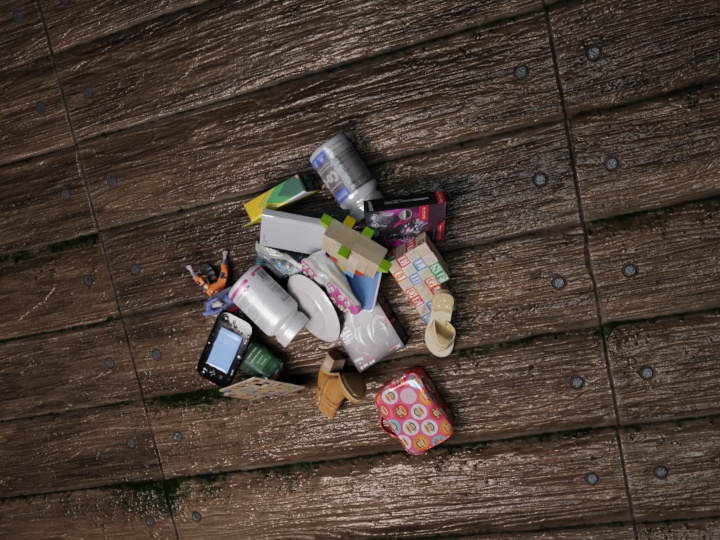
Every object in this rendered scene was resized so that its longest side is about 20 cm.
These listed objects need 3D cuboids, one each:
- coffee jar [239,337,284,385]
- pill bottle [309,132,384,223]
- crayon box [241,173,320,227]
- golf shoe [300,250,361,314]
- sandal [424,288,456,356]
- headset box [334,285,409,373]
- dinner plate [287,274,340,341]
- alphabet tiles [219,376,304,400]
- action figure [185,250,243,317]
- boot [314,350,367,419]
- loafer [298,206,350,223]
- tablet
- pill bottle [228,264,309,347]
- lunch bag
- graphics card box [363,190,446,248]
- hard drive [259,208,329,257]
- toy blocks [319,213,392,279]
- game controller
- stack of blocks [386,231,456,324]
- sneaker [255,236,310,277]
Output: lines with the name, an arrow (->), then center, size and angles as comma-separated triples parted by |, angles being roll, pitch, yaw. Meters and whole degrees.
coffee jar -> -0.305, 0.227, 1.788 | 0.199, 0.105, 0.086 | 36, 70, 6
pill bottle -> -0.028, -0.226, 1.633 | 0.113, 0.114, 0.202 | -35, 89, 17
crayon box -> -0.210, -0.180, 1.681 | 0.198, 0.127, 0.051 | -27, 92, 16
golf shoe -> -0.059, 0.023, 1.641 | 0.200, 0.091, 0.076 | 43, 152, 15
sandal -> 0.199, 0.152, 1.618 | 0.076, 0.070, 0.215 | -1, 125, 1
headset box -> 0.012, 0.136, 1.706 | 0.147, 0.077, 0.202 | -31, 93, 17
dinner plate -> -0.128, 0.103, 1.700 | 0.199, 0.024, 0.203 | 32, 141, 30
alphabet tiles -> -0.273, 0.321, 1.769 | 0.198, 0.165, 0.008 | -24, 58, 41
action figure -> -0.355, 0.051, 1.780 | 0.197, 0.105, 0.196 | -20, 81, -27
boot -> -0.060, 0.326, 1.717 | 0.200, 0.076, 0.158 | 41, 120, 45
loafer -> -0.103, -0.118, 1.709 | 0.196, 0.063, 0.073 | -4, 68, 11
tablet -> 0.000, 0.000, 1.664 | 0.128, 0.014, 0.204 | 6, 79, 31
pill bottle -> -0.232, 0.093, 1.689 | 0.200, 0.113, 0.114 | 44, 107, 1
lunch bag -> 0.132, 0.372, 1.713 | 0.175, 0.082, 0.202 | -33, 91, 18
graphics card box -> 0.106, -0.120, 1.588 | 0.196, 0.051, 0.127 | -6, 138, -4
hard drive -> -0.153, -0.092, 1.661 | 0.196, 0.027, 0.133 | 10, 146, -5
toy blocks -> -0.020, -0.038, 1.588 | 0.198, 0.137, 0.101 | 30, 65, 5
game controller -> -0.352, 0.205, 1.719 | 0.103, 0.042, 0.203 | 28, 107, 9
stack of blocks -> 0.162, 0.021, 1.620 | 0.114, 0.059, 0.201 | -28, 114, 18
sneaker -> -0.189, -0.018, 1.744 | 0.197, 0.078, 0.088 | 25, 123, 12
